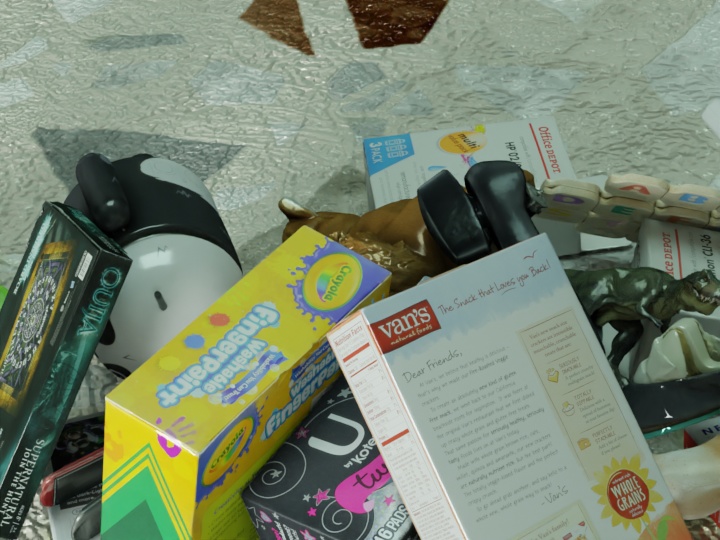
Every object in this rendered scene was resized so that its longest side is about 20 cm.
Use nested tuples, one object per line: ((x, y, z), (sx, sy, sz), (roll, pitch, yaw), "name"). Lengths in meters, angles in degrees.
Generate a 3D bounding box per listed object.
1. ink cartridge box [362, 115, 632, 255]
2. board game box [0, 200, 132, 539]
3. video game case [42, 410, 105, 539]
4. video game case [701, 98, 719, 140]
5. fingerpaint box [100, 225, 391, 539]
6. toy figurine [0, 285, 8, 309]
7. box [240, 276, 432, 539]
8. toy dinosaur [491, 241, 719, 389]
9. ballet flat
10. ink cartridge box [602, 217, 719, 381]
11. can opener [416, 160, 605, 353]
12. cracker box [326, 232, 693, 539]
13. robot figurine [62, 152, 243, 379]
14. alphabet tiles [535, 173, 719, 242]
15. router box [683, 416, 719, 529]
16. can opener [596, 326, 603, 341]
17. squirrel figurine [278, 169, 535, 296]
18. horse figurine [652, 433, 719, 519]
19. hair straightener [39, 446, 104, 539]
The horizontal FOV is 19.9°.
((0.107, -0.062, 1.626), (0.199, 0.068, 0.115), (-7, 33, -2), "ink cartridge box")
((-0.219, 0.062, 1.368), (0.028, 0.201, 0.135), (21, 7, -28), "board game box")
((-0.112, 0.143, 1.389), (0.199, 0.023, 0.182), (-12, 34, -8), "video game case")
((0.339, -0.026, 1.423), (0.023, 0.182, 0.200), (-49, 35, 16), "video game case")
((-0.072, 0.096, 1.258), (0.073, 0.167, 0.200), (28, 46, 21), "fingerpaint box")
((-0.374, -0.034, 1.553), (0.199, 0.185, 0.150), (-5, 33, 0), "toy figurine")
((0.039, 0.123, 1.258), (0.114, 0.132, 0.200), (18, 53, 34), "box")
((0.156, 0.031, 1.358), (0.200, 0.088, 0.047), (10, -9, 41), "toy dinosaur")
((0.227, 0.057, 1.266), (0.199, 0.073, 0.073), (-16, 23, 35), "ballet flat")
((0.247, 0.029, 1.422), (0.199, 0.068, 0.117), (10, 33, -2), "ink cartridge box")
((0.111, 0.003, 1.343), (0.079, 0.063, 0.200), (-36, 56, 5), "can opener")
((0.084, 0.095, 1.161), (0.134, 0.201, 0.058), (-21, -7, -28), "cracker box")
((-0.153, -0.002, 1.474), (0.150, 0.125, 0.200), (19, 25, -29), "robot figurine")
((0.225, -0.035, 1.487), (0.199, 0.015, 0.196), (11, -10, -2), "alphabet tiles")
((0.332, 0.139, 1.297), (0.199, 0.049, 0.180), (-15, 34, -13), "router box")
((0.151, 0.079, 1.415), (0.066, 0.053, 0.200), (-7, 33, 0), "can opener")
((0.000, 0.000, 1.471), (0.186, 0.142, 0.200), (13, 21, 38), "squirrel figurine")
((0.201, 0.145, 1.243), (0.199, 0.050, 0.133), (-24, 38, 9), "horse figurine")
((-0.110, 0.131, 1.364), (0.200, 0.041, 0.077), (-24, 58, -33), "hair straightener")
